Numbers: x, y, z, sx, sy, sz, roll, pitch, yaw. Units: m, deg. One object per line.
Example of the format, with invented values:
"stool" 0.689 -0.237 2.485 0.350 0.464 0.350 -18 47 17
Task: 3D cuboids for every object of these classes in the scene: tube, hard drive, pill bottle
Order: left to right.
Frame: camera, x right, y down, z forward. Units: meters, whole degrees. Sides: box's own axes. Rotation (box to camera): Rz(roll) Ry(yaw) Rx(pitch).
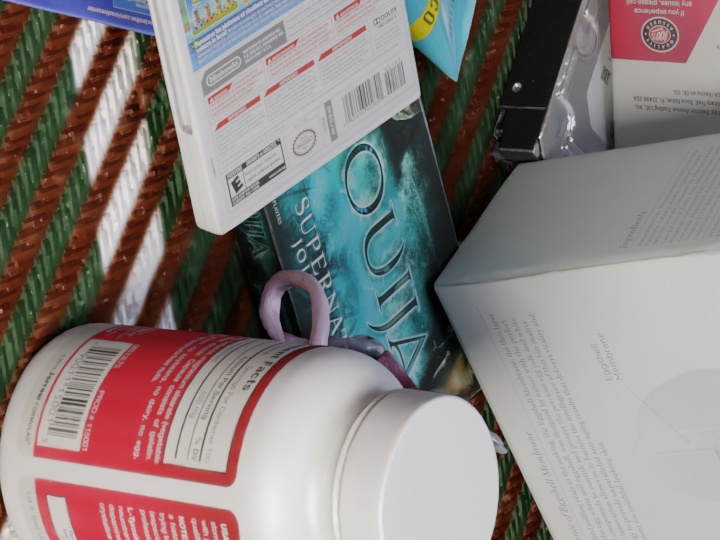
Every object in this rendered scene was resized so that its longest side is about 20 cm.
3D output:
"pill bottle" -0.046 0.085 1.172 0.112 0.199 0.113 -10 102 -53
"tube" 0.007 -0.161 1.354 0.200 0.050 0.078 27 78 -56
"hard drive" 0.143 -0.123 1.547 0.140 0.038 0.201 41 63 -48

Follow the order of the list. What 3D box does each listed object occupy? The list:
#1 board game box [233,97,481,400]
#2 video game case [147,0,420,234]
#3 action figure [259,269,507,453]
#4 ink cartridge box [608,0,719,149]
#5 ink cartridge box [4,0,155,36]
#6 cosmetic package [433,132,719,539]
"board game box" 0.000 0.000 1.371 0.135 0.028 0.201 -41 126 -43
"video game case" -0.038 -0.135 1.242 0.143 0.018 0.201 -36 130 -35
"action figure" -0.033 0.123 1.261 0.200 0.134 0.149 -47 112 -9
"ink cartridge box" 0.218 -0.065 1.499 0.084 0.144 0.201 -23 114 -51
"ink cartridge box" -0.102 -0.208 1.201 0.119 0.042 0.201 9 88 -53
"cosmetic package" 0.177 0.045 1.416 0.123 0.199 0.200 -55 128 -46
